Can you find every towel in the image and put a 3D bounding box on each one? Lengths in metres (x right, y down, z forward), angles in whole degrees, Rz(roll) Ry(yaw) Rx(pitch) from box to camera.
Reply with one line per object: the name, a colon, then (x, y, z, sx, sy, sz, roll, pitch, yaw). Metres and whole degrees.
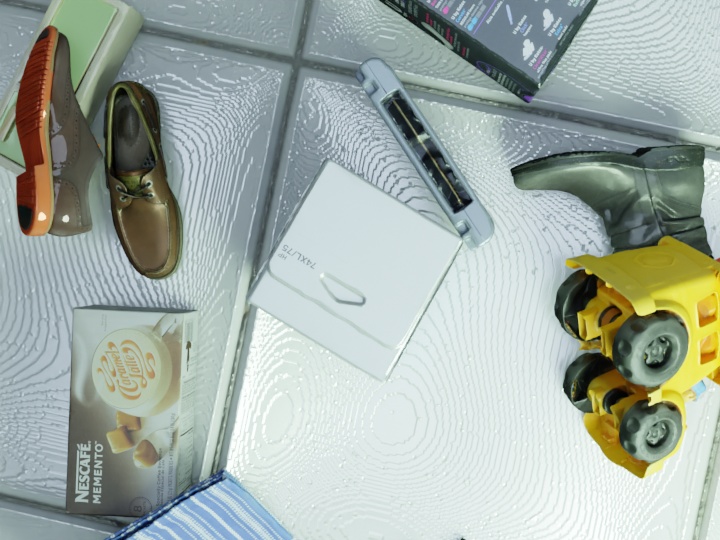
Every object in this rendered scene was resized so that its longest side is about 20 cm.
towel: (-0.180, 0.283, 1.141, 0.199, 0.145, 0.024, -32, 44, 4)

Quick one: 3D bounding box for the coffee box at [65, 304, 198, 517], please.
coffee box: (-0.227, 0.139, 1.159, 0.113, 0.080, 0.203, 3, 91, 3)

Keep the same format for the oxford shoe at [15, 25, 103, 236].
oxford shoe: (-0.289, -0.132, 1.117, 0.072, 0.071, 0.203, 3, 88, -35)

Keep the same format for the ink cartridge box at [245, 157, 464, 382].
ink cartridge box: (0.000, 0.000, 1.087, 0.146, 0.200, 0.147, 31, 92, 2)

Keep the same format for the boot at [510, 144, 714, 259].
boot: (0.250, -0.054, 1.144, 0.197, 0.068, 0.132, -3, 96, 4)

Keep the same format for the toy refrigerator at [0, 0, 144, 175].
toy refrigerator: (-0.302, -0.189, 1.167, 0.075, 0.070, 0.201, 28, 92, 2)

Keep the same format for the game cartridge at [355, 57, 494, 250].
game cartridge: (0.066, -0.110, 1.116, 0.041, 0.133, 0.201, -33, 88, 3)

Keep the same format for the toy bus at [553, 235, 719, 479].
toy bus: (0.298, 0.070, 1.107, 0.190, 0.136, 0.202, -17, 116, -17)

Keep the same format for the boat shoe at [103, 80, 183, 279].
boat shoe: (-0.227, -0.089, 1.164, 0.071, 0.068, 0.202, -12, 91, 1)

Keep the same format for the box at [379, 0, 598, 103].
box: (0.116, -0.266, 1.118, 0.199, 0.122, 0.107, 34, 92, 2)

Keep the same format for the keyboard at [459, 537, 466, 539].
keyboard: (0.056, 0.363, 1.166, 0.104, 0.040, 0.200, 41, 91, 1)
